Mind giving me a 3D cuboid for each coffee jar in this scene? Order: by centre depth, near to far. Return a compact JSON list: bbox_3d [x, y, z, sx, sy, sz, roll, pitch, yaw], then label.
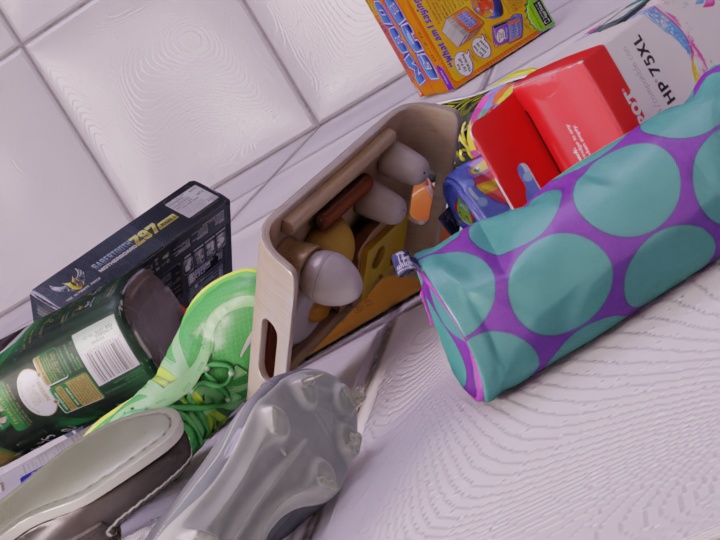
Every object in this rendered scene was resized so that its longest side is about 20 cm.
[{"bbox_3d":[-0.231,0.080,1.018,0.199,0.086,0.104,-26,13,16],"label":"coffee jar"}]

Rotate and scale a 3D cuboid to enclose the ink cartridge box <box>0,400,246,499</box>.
[{"bbox_3d":[-0.182,0.128,0.968,0.199,0.037,0.095,-27,9,-15],"label":"ink cartridge box"}]

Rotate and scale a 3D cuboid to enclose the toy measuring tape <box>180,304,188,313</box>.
[{"bbox_3d":[-0.156,0.084,1.081,0.073,0.074,0.200,-25,21,32],"label":"toy measuring tape"}]

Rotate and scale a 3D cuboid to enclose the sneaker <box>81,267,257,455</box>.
[{"bbox_3d":[-0.111,0.087,0.871,0.200,0.074,0.084,-50,18,12],"label":"sneaker"}]

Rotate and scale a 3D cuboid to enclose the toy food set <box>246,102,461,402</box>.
[{"bbox_3d":[0.000,0.000,0.845,0.200,0.060,0.144,-44,-28,-42],"label":"toy food set"}]

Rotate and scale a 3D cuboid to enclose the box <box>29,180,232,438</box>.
[{"bbox_3d":[-0.192,0.036,1.172,0.051,0.158,0.200,27,46,27],"label":"box"}]

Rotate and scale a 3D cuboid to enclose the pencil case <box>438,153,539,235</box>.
[{"bbox_3d":[0.148,-0.074,0.875,0.199,0.087,0.078,-34,46,-6],"label":"pencil case"}]

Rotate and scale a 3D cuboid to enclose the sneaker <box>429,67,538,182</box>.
[{"bbox_3d":[0.101,-0.137,1.318,0.199,0.075,0.085,-28,11,22],"label":"sneaker"}]

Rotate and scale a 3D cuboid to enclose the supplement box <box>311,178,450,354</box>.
[{"bbox_3d":[-0.019,0.010,1.003,0.199,0.067,0.069,-31,10,4],"label":"supplement box"}]

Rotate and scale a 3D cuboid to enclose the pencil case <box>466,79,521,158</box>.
[{"bbox_3d":[0.152,-0.113,1.036,0.088,0.089,0.200,-33,10,-10],"label":"pencil case"}]

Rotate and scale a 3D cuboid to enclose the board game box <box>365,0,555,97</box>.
[{"bbox_3d":[0.153,-0.420,2.161,0.199,0.201,0.200,-33,10,-9],"label":"board game box"}]

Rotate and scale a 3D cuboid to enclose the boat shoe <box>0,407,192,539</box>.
[{"bbox_3d":[-0.181,0.155,0.804,0.200,0.061,0.072,-32,22,2],"label":"boat shoe"}]

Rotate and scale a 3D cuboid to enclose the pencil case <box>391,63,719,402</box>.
[{"bbox_3d":[0.120,-0.021,0.674,0.199,0.085,0.093,-31,37,0],"label":"pencil case"}]

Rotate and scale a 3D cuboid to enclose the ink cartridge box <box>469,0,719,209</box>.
[{"bbox_3d":[0.169,-0.090,0.771,0.200,0.117,0.067,-38,12,-28],"label":"ink cartridge box"}]

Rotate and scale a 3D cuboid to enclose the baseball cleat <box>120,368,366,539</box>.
[{"bbox_3d":[-0.073,0.115,0.649,0.106,0.070,0.200,-25,11,33],"label":"baseball cleat"}]
